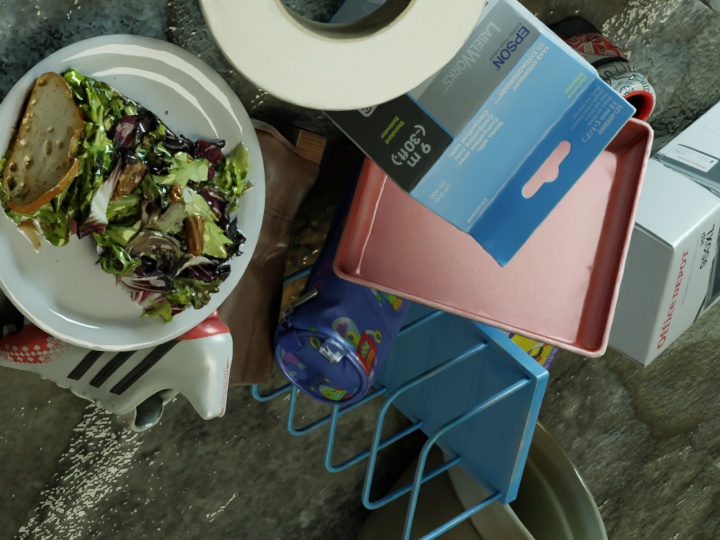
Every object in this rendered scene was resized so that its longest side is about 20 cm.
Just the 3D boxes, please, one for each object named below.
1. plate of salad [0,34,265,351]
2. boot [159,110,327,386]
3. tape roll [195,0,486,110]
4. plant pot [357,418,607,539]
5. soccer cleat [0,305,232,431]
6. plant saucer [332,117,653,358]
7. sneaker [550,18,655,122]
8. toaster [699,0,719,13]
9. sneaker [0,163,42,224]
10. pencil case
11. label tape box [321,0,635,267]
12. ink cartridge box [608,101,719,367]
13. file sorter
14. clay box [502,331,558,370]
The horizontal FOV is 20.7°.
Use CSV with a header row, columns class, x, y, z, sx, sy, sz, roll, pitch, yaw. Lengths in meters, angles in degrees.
class,x,y,z,sx,sy,sz,roll,pitch,yaw
plate of salad,-0.145,-0.048,1.242,0.198,0.048,0.202,-3,97,-29
boot,-0.105,-0.011,1.362,0.186,0.064,0.202,10,99,-50
tape roll,-0.011,-0.203,1.259,0.201,0.037,0.205,-5,115,-11
plant pot,0.099,0.234,1.771,0.173,0.201,0.199,-38,147,22
soccer cleat,-0.172,0.068,1.345,0.068,0.198,0.086,-4,88,-60
plant saucer,0.096,-0.045,1.410,0.037,0.198,0.201,107,0,-62
sneaker,0.127,-0.110,1.492,0.200,0.108,0.068,-30,143,-15
toaster,0.269,-0.307,1.414,0.199,0.119,0.181,-33,142,-11
sneaker,-0.194,-0.050,1.315,0.200,0.071,0.083,41,65,-51
pencil case,0.000,0.000,1.437,0.087,0.078,0.201,43,53,-26
label tape box,0.066,-0.122,1.341,0.144,0.200,0.066,-50,153,11
ink cartridge box,0.279,-0.034,1.688,0.200,0.084,0.145,-37,147,-35
file sorter,0.023,0.091,1.511,0.122,0.200,0.140,-24,141,-34
clay box,0.101,0.036,1.668,0.199,0.048,0.116,-4,128,-42
